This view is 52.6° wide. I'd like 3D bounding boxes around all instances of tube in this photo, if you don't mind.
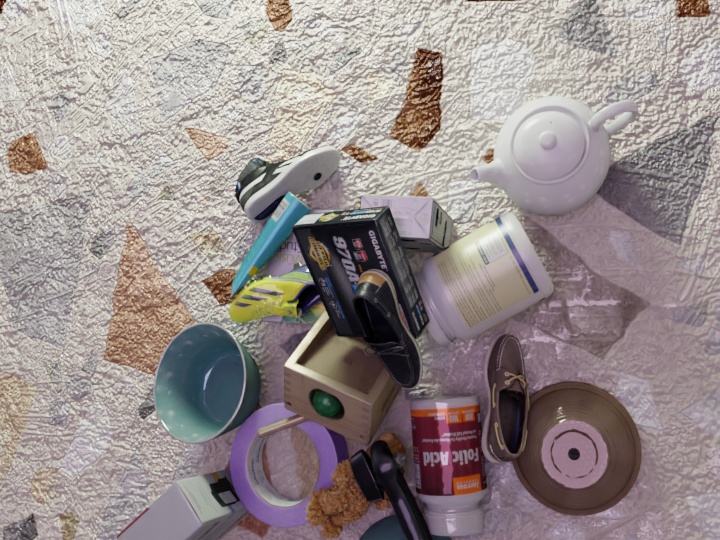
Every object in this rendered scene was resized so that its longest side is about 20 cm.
[{"bbox_3d":[-0.165,-0.043,1.263,0.050,0.077,0.201,38,94,-9],"label":"tube"}]

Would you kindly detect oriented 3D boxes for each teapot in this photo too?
[{"bbox_3d":[0.298,-0.187,1.128,0.195,0.146,0.203,24,91,17],"label":"teapot"}]

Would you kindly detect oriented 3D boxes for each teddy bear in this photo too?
[{"bbox_3d":[0.000,0.351,1.167,0.197,0.067,0.147,-26,118,-17],"label":"teddy bear"}]

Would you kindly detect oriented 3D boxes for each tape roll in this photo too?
[{"bbox_3d":[-0.122,0.328,1.246,0.196,0.066,0.205,-2,84,17],"label":"tape roll"}]

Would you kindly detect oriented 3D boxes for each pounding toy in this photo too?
[{"bbox_3d":[-0.043,0.188,1.173,0.181,0.201,0.144,20,133,18],"label":"pounding toy"}]

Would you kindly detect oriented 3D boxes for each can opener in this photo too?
[{"bbox_3d":[0.062,0.353,1.105,0.078,0.063,0.202,-34,82,22],"label":"can opener"}]

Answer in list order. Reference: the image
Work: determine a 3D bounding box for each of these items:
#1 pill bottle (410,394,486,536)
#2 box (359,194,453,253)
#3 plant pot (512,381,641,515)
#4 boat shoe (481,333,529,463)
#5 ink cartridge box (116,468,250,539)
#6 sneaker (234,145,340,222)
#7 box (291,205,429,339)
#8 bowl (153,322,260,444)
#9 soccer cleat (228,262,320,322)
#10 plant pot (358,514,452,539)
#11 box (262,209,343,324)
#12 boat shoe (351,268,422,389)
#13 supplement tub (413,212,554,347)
[{"bbox_3d":[0.139,0.301,1.143,0.112,0.114,0.204,-6,83,16],"label":"pill bottle"},{"bbox_3d":[0.077,-0.070,1.155,0.114,0.200,0.061,4,86,15],"label":"box"},{"bbox_3d":[0.323,0.273,1.102,0.197,0.093,0.205,-2,85,18],"label":"plant pot"},{"bbox_3d":[0.230,0.193,1.127,0.071,0.059,0.204,16,69,-17],"label":"boat shoe"},{"bbox_3d":[-0.282,0.416,1.216,0.145,0.200,0.083,-43,72,8],"label":"ink cartridge box"},{"bbox_3d":[-0.141,-0.182,1.301,0.198,0.073,0.112,-34,51,-6],"label":"sneaker"},{"bbox_3d":[0.001,0.007,1.085,0.157,0.046,0.203,-1,121,36],"label":"box"},{"bbox_3d":[-0.251,0.201,1.265,0.197,0.105,0.205,-9,70,26],"label":"bowl"},{"bbox_3d":[-0.137,0.050,1.238,0.197,0.065,0.085,-24,59,12],"label":"soccer cleat"},{"bbox_3d":[0.058,0.500,1.137,0.196,0.135,0.205,-2,84,17],"label":"plant pot"},{"bbox_3d":[-0.098,-0.006,1.288,0.141,0.036,0.205,2,86,17],"label":"box"},{"bbox_3d":[0.036,0.096,1.051,0.073,0.062,0.203,-1,123,33],"label":"boat shoe"},{"bbox_3d":[0.185,0.018,1.142,0.198,0.145,0.147,-30,77,12],"label":"supplement tub"}]
